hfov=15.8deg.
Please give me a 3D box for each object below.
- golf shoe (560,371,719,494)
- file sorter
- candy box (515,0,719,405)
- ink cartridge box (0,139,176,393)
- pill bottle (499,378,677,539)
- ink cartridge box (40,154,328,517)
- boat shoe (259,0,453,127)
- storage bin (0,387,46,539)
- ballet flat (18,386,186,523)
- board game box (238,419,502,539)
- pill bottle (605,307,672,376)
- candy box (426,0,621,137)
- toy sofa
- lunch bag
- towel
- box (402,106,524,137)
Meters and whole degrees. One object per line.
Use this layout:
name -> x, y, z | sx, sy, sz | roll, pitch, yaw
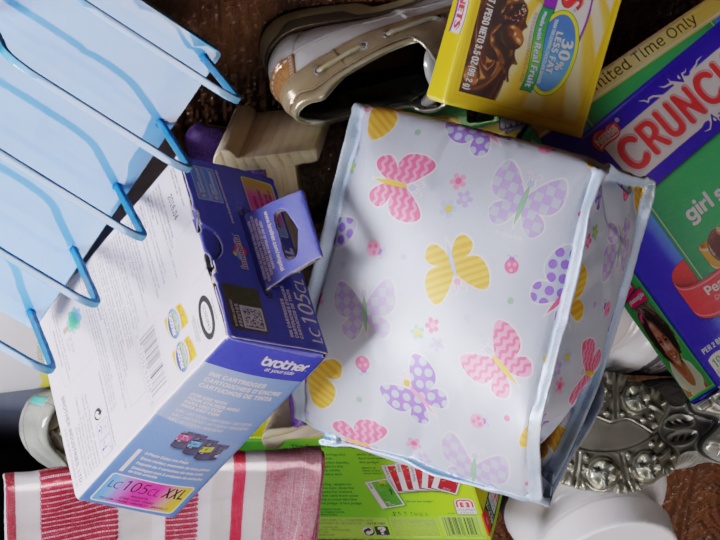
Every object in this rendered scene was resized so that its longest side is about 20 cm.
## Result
golf shoe -> 0.178, 0.104, 1.689 | 0.199, 0.079, 0.097 | -2, 176, -19
file sorter -> -0.180, -0.064, 1.460 | 0.138, 0.123, 0.201 | 32, 99, -22
candy box -> 0.217, -0.049, 1.590 | 0.169, 0.200, 0.077 | -34, 173, -14
ink cartridge box -> -0.207, -0.001, 1.615 | 0.199, 0.084, 0.146 | -6, 137, -13
pill bottle -> 0.143, 0.126, 1.785 | 0.116, 0.201, 0.117 | -10, 137, -9
ink cartridge box -> -0.099, 0.030, 1.507 | 0.076, 0.137, 0.200 | 11, 136, -36
boat shoe -> 0.042, -0.130, 1.576 | 0.199, 0.069, 0.075 | -14, 139, -4
storage bin -> -0.237, 0.138, 1.724 | 0.199, 0.147, 0.134 | 6, 168, -25
ballet flat -> -0.130, 0.142, 1.663 | 0.200, 0.068, 0.064 | 35, 162, -16
board game box -> -0.015, 0.127, 1.702 | 0.199, 0.048, 0.102 | -2, 133, 19
pill bottle -> 0.190, 0.013, 1.711 | 0.199, 0.113, 0.113 | 4, 137, -48
candy box -> 0.111, -0.184, 1.501 | 0.102, 0.026, 0.201 | 11, 98, -32
toy sofa -> -0.054, 0.004, 1.609 | 0.097, 0.083, 0.201 | -5, 113, 9
lunch bag -> 0.061, 0.020, 1.514 | 0.127, 0.169, 0.201 | 13, 91, -66
towel -> -0.124, 0.172, 1.635 | 0.199, 0.023, 0.145 | -4, 131, -11
box -> 0.068, -0.050, 1.688 | 0.116, 0.049, 0.201 | -8, 140, -11
